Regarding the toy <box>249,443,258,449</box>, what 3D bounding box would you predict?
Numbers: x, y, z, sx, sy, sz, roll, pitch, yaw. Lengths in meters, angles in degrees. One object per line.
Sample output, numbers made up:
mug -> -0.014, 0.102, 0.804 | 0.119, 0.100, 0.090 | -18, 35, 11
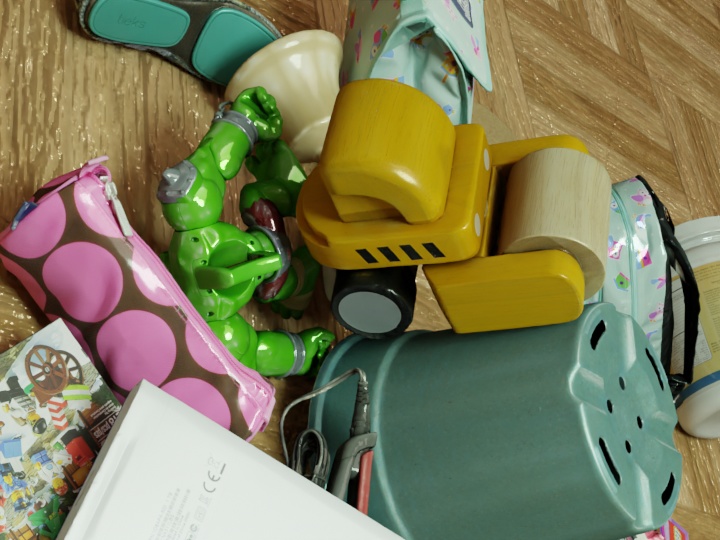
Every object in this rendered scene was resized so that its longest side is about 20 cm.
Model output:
toy -> -0.024, 0.216, 0.777 | 0.199, 0.047, 0.116 | 37, 49, -11

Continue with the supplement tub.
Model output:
supplement tub -> 0.379, 0.060, 1.314 | 0.144, 0.144, 0.202 | 17, 51, -43

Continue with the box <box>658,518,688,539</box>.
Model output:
box -> 0.224, 0.274, 1.050 | 0.137, 0.039, 0.201 | 40, 38, -24

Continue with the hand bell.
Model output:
hand bell -> -0.014, -0.071, 0.943 | 0.104, 0.104, 0.201 | -4, 57, -52

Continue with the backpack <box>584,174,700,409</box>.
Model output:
backpack -> 0.220, 0.018, 1.111 | 0.168, 0.125, 0.201 | -111, -171, -47

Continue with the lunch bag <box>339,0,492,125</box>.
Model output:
lunch bag -> 0.044, -0.180, 1.032 | 0.120, 0.201, 0.172 | 3, 48, -1

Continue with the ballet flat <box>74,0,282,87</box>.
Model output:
ballet flat -> -0.136, -0.194, 0.953 | 0.199, 0.072, 0.073 | 13, 54, -47

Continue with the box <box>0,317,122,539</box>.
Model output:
box -> -0.191, 0.127, 0.655 | 0.137, 0.038, 0.200 | 55, 35, -4

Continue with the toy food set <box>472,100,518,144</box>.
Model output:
toy food set -> 0.111, -0.076, 1.175 | 0.199, 0.048, 0.200 | 53, 34, -6

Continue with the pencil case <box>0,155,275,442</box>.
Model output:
pencil case -> -0.131, 0.031, 0.754 | 0.201, 0.093, 0.091 | 52, 21, -11

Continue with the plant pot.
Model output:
plant pot -> 0.101, 0.117, 0.853 | 0.200, 0.195, 0.202 | 29, 52, -46

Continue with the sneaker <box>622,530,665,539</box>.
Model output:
sneaker -> 0.185, 0.203, 0.961 | 0.200, 0.075, 0.081 | 50, 0, -1

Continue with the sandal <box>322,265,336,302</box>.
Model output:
sandal -> -0.006, -0.004, 0.972 | 0.082, 0.050, 0.203 | 34, 20, -6

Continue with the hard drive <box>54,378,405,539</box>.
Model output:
hard drive -> -0.064, 0.166, 0.678 | 0.199, 0.025, 0.133 | 34, 52, -15

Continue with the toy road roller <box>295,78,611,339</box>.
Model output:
toy road roller -> 0.054, -0.048, 0.800 | 0.147, 0.198, 0.124 | 64, 28, -44

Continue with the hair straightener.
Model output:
hair straightener -> -0.026, 0.148, 0.750 | 0.076, 0.041, 0.202 | 22, 60, -22

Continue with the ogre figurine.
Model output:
ogre figurine -> -0.080, -0.013, 0.841 | 0.120, 0.097, 0.202 | -24, 127, -50
